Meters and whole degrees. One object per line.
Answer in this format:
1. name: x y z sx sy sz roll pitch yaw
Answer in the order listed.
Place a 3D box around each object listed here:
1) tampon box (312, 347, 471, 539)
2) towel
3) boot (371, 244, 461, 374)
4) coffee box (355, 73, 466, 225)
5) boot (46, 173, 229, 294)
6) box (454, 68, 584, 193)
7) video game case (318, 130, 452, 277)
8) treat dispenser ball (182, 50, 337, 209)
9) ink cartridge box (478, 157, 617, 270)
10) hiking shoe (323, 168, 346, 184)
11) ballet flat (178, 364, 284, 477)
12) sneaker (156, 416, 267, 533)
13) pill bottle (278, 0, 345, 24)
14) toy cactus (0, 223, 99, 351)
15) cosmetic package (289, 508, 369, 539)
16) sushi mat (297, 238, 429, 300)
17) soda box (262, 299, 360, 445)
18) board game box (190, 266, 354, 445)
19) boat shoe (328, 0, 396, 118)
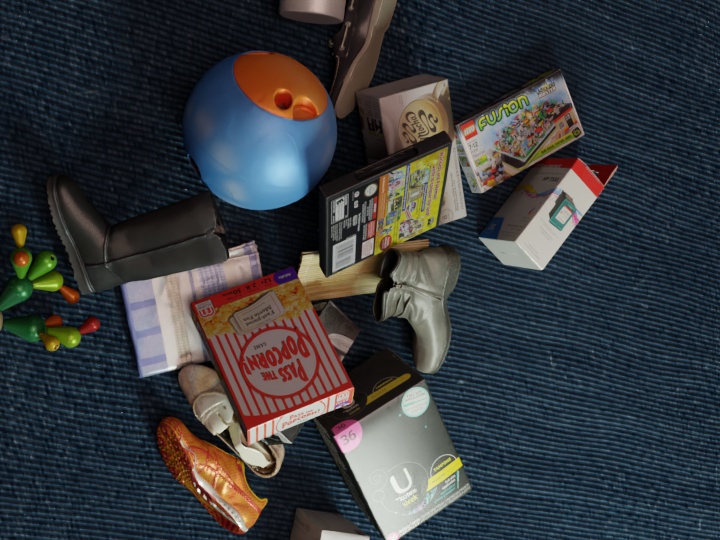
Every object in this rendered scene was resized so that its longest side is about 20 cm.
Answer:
1. tampon box: 0.039 0.243 1.630 0.149 0.126 0.202 -31 117 -12
2. towel: -0.219 0.052 1.579 0.198 0.024 0.149 -15 103 -20
3. boot: 0.066 0.057 1.648 0.129 0.067 0.203 -8 114 -38
4. coffee box: 0.072 -0.161 1.637 0.112 0.080 0.203 -18 111 -22
5. boot: -0.278 -0.065 1.474 0.197 0.066 0.167 -12 114 9
6. box: 0.232 -0.209 1.742 0.199 0.035 0.111 -30 106 -18
7. video game case: 0.029 -0.083 1.512 0.179 0.201 0.026 -25 64 -15
8. treat dispenser ball: -0.129 -0.180 1.497 0.198 0.200 0.204 -2 96 -23
9. ink cartridge box: 0.278 -0.101 1.729 0.067 0.116 0.201 43 78 -20
10. hiking shoe: -0.015 -0.076 1.566 0.074 0.200 0.088 20 85 12
11. ballet flat: -0.172 0.207 1.580 0.068 0.067 0.200 -37 113 18
12. sneaker: -0.206 0.269 1.592 0.201 0.073 0.077 55 53 -22
13. pill bottle: -0.056 -0.437 1.552 0.113 0.114 0.203 5 93 -24
14. toy cactus: -0.438 0.043 1.454 0.165 0.102 0.200 -42 118 -4
15. cosmetic package: -0.060 0.449 1.639 0.080 0.113 0.203 11 89 -24
16. sushi mat: 0.000 0.000 1.646 0.198 0.012 0.096 -7 139 -23
17. soda box: -0.083 0.139 1.589 0.071 0.063 0.201 45 58 -21
18. board game box: -0.117 0.108 1.525 0.150 0.047 0.201 -20 62 -17
19. boat shoe: -0.010 -0.313 1.626 0.062 0.073 0.202 22 93 19
